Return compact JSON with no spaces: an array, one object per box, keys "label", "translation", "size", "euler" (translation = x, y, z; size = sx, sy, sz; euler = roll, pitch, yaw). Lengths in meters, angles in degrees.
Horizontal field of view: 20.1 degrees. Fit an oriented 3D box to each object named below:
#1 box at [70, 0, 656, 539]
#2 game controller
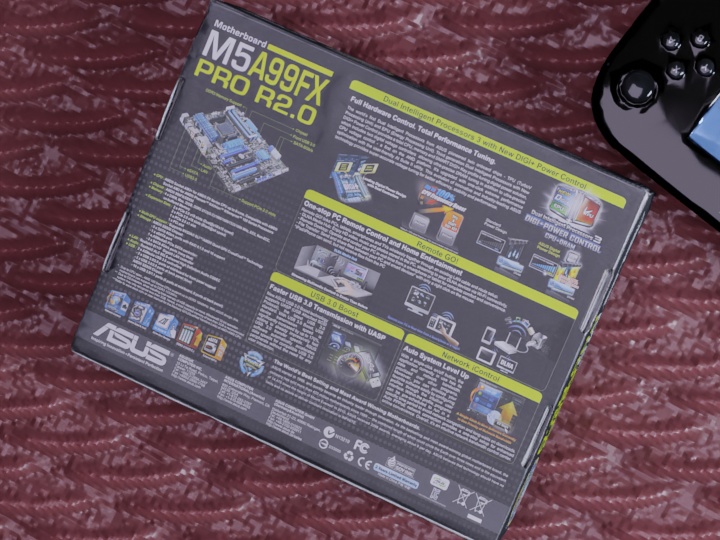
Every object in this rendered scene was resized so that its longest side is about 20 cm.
[{"label":"box","translation":[0.000,0.000,0.842],"size":[0.199,0.044,0.161],"euler":[24,96,9]},{"label":"game controller","translation":[0.191,-0.043,0.804],"size":[0.200,0.042,0.105],"euler":[39,99,6]}]
